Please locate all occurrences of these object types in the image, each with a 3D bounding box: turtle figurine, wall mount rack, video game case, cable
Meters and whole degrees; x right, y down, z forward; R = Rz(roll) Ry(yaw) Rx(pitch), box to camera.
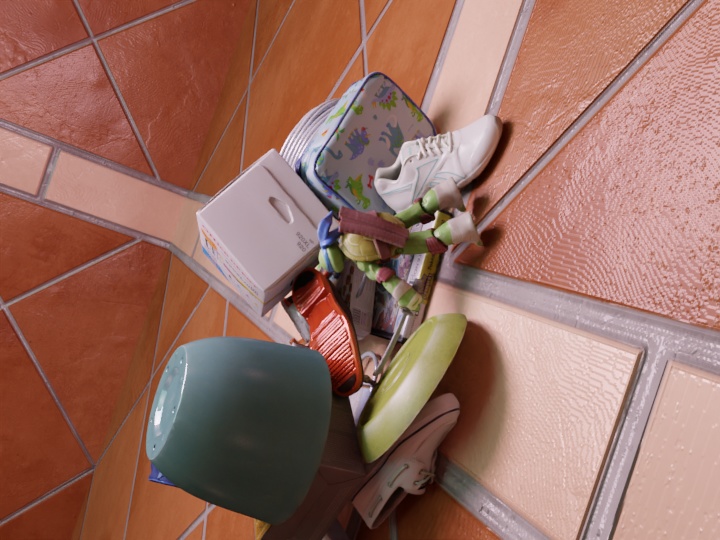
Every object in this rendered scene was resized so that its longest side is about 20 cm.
[{"bbox_3d":[0.055,-0.016,0.937,0.191,0.203,0.144,-24,15,7],"label":"turtle figurine"},{"bbox_3d":[-0.020,0.203,1.005,0.173,0.073,0.205,-5,70,62],"label":"wall mount rack"},{"bbox_3d":[0.047,0.004,1.061,0.199,0.025,0.185,5,78,66],"label":"video game case"},{"bbox_3d":[-0.041,-0.168,1.175,0.200,0.201,0.069,-45,59,-12],"label":"cable"}]

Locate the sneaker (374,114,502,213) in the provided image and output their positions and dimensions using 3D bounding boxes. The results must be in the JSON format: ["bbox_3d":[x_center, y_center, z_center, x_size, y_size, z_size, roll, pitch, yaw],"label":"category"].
[{"bbox_3d":[0.097,-0.141,0.968,0.199,0.080,0.071,-36,30,34],"label":"sneaker"}]

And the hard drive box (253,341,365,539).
[{"bbox_3d":[-0.075,0.221,0.937,0.157,0.076,0.202,-59,26,26],"label":"hard drive box"}]

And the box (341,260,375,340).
[{"bbox_3d":[0.000,0.000,1.090,0.039,0.041,0.204,-37,42,53],"label":"box"}]

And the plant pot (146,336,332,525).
[{"bbox_3d":[-0.147,0.168,0.842,0.201,0.158,0.204,-45,35,44],"label":"plant pot"}]

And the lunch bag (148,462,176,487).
[{"bbox_3d":[-0.227,0.271,1.133,0.135,0.197,0.135,-28,45,63],"label":"lunch bag"}]

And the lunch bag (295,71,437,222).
[{"bbox_3d":[0.013,-0.162,1.066,0.202,0.160,0.082,-59,23,-18],"label":"lunch bag"}]

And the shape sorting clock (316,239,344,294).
[{"bbox_3d":[-0.040,-0.006,1.232,0.201,0.039,0.203,-53,27,43],"label":"shape sorting clock"}]

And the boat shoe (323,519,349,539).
[{"bbox_3d":[-0.080,0.330,1.013,0.067,0.070,0.200,-51,46,7],"label":"boat shoe"}]

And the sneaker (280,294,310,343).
[{"bbox_3d":[-0.068,0.060,1.145,0.081,0.078,0.200,-35,9,-9],"label":"sneaker"}]

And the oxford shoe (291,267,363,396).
[{"bbox_3d":[-0.028,0.081,0.975,0.071,0.072,0.202,-39,48,20],"label":"oxford shoe"}]

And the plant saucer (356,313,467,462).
[{"bbox_3d":[0.051,0.125,0.853,0.202,0.031,0.200,-55,1,2],"label":"plant saucer"}]

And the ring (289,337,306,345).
[{"bbox_3d":[-0.127,0.153,1.209,0.199,0.019,0.201,-38,9,7],"label":"ring"}]

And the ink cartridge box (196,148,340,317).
[{"bbox_3d":[-0.136,-0.047,1.076,0.144,0.148,0.200,-42,-3,-16],"label":"ink cartridge box"}]

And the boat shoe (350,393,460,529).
[{"bbox_3d":[0.059,0.221,0.848,0.201,0.073,0.067,-54,56,34],"label":"boat shoe"}]
